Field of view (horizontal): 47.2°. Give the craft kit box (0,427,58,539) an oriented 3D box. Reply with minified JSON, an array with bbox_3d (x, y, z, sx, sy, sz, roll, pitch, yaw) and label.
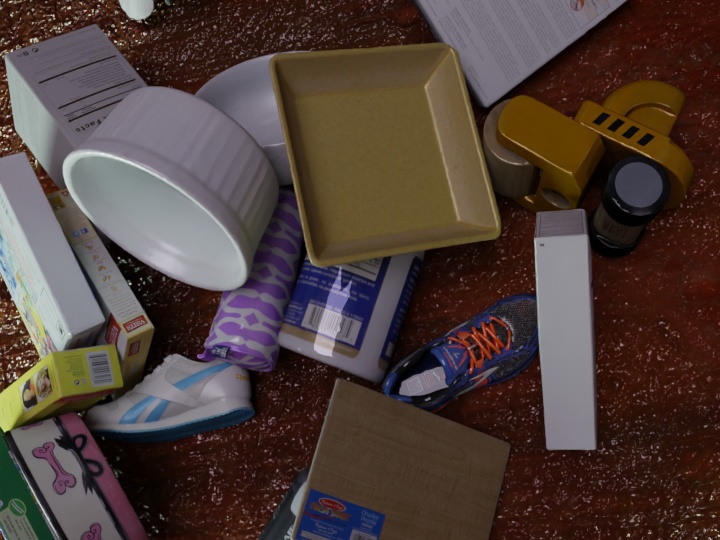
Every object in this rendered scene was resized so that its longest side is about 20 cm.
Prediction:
[{"bbox_3d":[-0.351,0.265,0.873,0.048,0.199,0.201,-28,70,-26],"label":"craft kit box"}]

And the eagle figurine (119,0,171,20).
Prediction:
[{"bbox_3d":[-0.260,-0.407,0.954,0.148,0.200,0.155,-17,77,13],"label":"eagle figurine"}]

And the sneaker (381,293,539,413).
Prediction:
[{"bbox_3d":[0.103,0.090,0.824,0.198,0.078,0.076,-36,73,8],"label":"sneaker"}]

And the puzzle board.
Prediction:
[{"bbox_3d":[0.042,0.209,0.790,0.196,0.017,0.154,22,75,-16],"label":"puzzle board"}]

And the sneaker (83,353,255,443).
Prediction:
[{"bbox_3d":[-0.214,0.142,0.919,0.195,0.077,0.083,-13,69,7],"label":"sneaker"}]

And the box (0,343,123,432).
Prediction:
[{"bbox_3d":[-0.337,0.136,0.904,0.198,0.074,0.051,-30,72,42],"label":"box"}]

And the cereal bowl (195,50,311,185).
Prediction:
[{"bbox_3d":[-0.082,-0.154,0.893,0.195,0.085,0.202,-7,40,5],"label":"cereal bowl"}]

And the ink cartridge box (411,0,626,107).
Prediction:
[{"bbox_3d":[0.162,-0.295,0.850,0.198,0.047,0.161,-36,106,5],"label":"ink cartridge box"}]

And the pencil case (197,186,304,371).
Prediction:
[{"bbox_3d":[-0.111,0.009,0.884,0.084,0.084,0.204,3,66,26],"label":"pencil case"}]

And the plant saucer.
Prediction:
[{"bbox_3d":[0.019,-0.108,0.786,0.195,0.048,0.205,-9,79,-21],"label":"plant saucer"}]

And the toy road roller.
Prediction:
[{"bbox_3d":[0.227,-0.121,0.806,0.197,0.123,0.148,29,77,14],"label":"toy road roller"}]

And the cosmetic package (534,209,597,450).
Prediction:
[{"bbox_3d":[0.190,0.054,0.758,0.049,0.083,0.205,-2,109,16],"label":"cosmetic package"}]

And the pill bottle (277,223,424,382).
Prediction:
[{"bbox_3d":[0.000,0.000,0.848,0.117,0.120,0.204,18,82,18],"label":"pill bottle"}]

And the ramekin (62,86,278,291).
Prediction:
[{"bbox_3d":[-0.173,-0.079,0.793,0.196,0.202,0.099,18,61,19],"label":"ramekin"}]

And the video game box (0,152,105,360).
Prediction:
[{"bbox_3d":[-0.355,0.003,0.911,0.046,0.182,0.203,-23,82,-35],"label":"video game box"}]

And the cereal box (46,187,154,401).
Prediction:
[{"bbox_3d":[-0.304,0.029,0.932,0.039,0.145,0.202,-23,67,-34],"label":"cereal box"}]

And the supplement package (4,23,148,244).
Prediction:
[{"bbox_3d":[-0.299,-0.157,0.944,0.119,0.122,0.201,-30,69,-32],"label":"supplement package"}]

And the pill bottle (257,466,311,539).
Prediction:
[{"bbox_3d":[-0.046,0.273,0.823,0.105,0.106,0.203,32,91,19],"label":"pill bottle"}]

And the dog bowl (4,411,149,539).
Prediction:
[{"bbox_3d":[-0.291,0.239,0.865,0.073,0.201,0.202,-29,70,-23],"label":"dog bowl"}]
